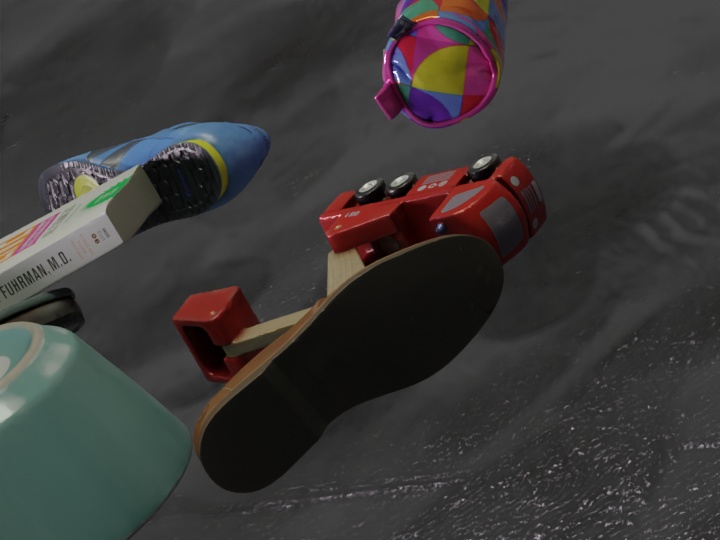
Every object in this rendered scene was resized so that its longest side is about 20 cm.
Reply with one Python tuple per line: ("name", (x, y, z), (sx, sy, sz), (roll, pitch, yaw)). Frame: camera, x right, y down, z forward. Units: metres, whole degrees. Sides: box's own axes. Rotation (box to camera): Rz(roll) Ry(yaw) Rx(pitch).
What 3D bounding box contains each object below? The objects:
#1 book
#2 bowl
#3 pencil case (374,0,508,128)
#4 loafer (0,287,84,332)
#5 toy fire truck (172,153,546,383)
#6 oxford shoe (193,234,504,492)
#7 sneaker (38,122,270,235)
("book", (-0.237, 0.004, 1.776), (0.199, 0.048, 0.134), (-29, 9, 12))
("bowl", (-0.207, 0.104, 1.480), (0.200, 0.105, 0.201), (-27, 20, 11))
("pencil case", (0.058, -0.169, 1.797), (0.088, 0.089, 0.200), (-23, 20, 17))
("loafer", (-0.258, 0.078, 1.689), (0.199, 0.063, 0.072), (-28, -11, -33))
("toy fire truck", (0.000, 0.000, 1.524), (0.199, 0.049, 0.141), (-10, 28, 40))
("oxford shoe", (-0.012, 0.041, 1.419), (0.199, 0.072, 0.071), (-34, 16, -7))
("sneaker", (-0.147, -0.068, 1.870), (0.199, 0.066, 0.078), (-10, 16, 41))
